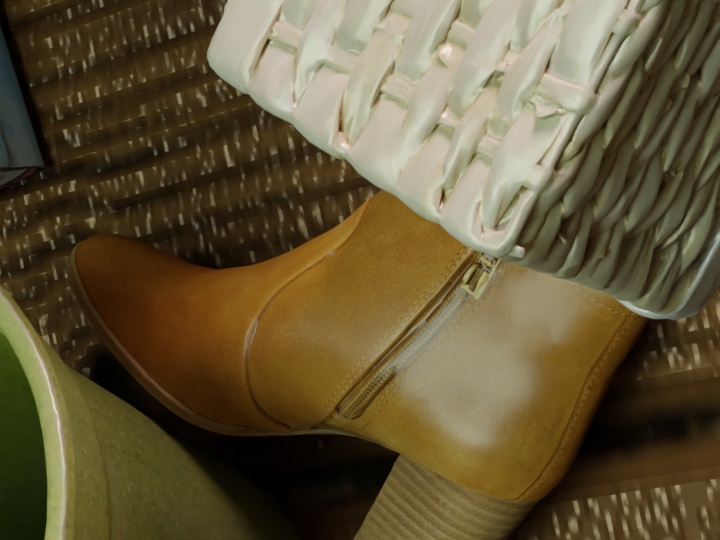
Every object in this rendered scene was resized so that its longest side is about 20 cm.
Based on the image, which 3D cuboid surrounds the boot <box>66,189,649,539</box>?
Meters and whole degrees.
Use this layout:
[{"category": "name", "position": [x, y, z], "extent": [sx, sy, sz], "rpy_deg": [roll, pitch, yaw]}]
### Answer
[{"category": "boot", "position": [0.000, 0.000, 0.857], "extent": [0.201, 0.071, 0.144], "rpy_deg": [39, 113, 25]}]

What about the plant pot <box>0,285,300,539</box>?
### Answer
[{"category": "plant pot", "position": [-0.117, 0.109, 0.870], "extent": [0.200, 0.184, 0.201], "rpy_deg": [-13, 68, 33]}]

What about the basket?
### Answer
[{"category": "basket", "position": [0.065, -0.104, 0.717], "extent": [0.135, 0.123, 0.201], "rpy_deg": [35, 103, 31]}]

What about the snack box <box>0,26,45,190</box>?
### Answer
[{"category": "snack box", "position": [-0.233, -0.083, 1.033], "extent": [0.200, 0.068, 0.169], "rpy_deg": [-25, 81, 41]}]
